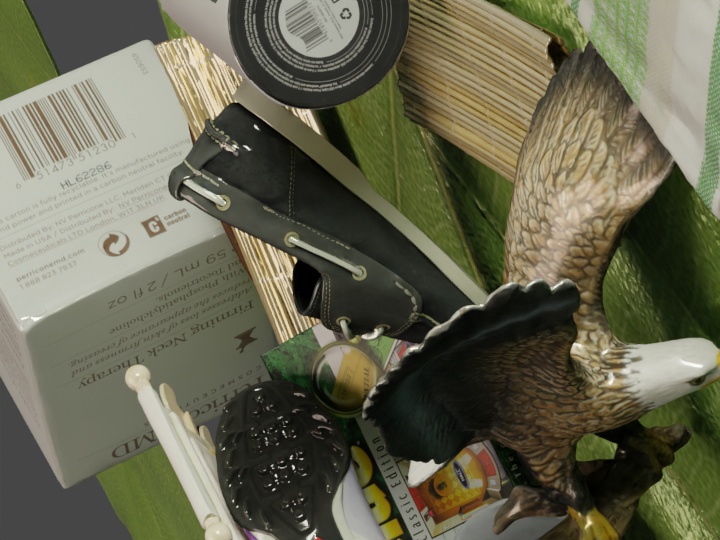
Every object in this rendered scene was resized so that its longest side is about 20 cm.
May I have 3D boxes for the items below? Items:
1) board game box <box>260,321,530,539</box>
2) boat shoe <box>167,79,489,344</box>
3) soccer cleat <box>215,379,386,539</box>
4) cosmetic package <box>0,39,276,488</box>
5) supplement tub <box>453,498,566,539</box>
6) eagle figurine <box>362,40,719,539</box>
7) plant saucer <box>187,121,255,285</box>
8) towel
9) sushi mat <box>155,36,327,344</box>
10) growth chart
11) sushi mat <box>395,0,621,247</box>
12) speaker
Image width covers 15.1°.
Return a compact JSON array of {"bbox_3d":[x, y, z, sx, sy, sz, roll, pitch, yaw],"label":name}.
[{"bbox_3d":[0.033,0.110,1.373,0.105,0.023,0.200,-30,82,33],"label":"board game box"},{"bbox_3d":[0.000,0.000,1.241,0.200,0.068,0.072,41,175,-20],"label":"boat shoe"},{"bbox_3d":[-0.016,0.141,1.343,0.200,0.068,0.073,59,172,37],"label":"soccer cleat"},{"bbox_3d":[-0.163,-0.003,1.743,0.166,0.167,0.200,57,164,30],"label":"cosmetic package"},{"bbox_3d":[0.090,0.198,1.272,0.107,0.107,0.200,50,159,48],"label":"supplement tub"},{"bbox_3d":[0.073,0.027,1.023,0.200,0.151,0.152,63,-179,-39],"label":"eagle figurine"},{"bbox_3d":[-0.052,-0.043,1.541,0.201,0.037,0.201,59,164,28],"label":"plant saucer"},{"bbox_3d":[0.088,-0.132,0.900,0.149,0.031,0.200,91,154,-55],"label":"towel"},{"bbox_3d":[-0.040,-0.037,1.439,0.096,0.012,0.200,-15,101,44],"label":"sushi mat"},{"bbox_3d":[-0.052,0.140,1.417,0.200,0.018,0.145,53,-176,-41],"label":"growth chart"},{"bbox_3d":[0.051,-0.078,1.144,0.200,0.012,0.096,39,150,62],"label":"sushi mat"},{"bbox_3d":[-0.040,-0.126,1.220,0.200,0.081,0.081,-135,24,-71],"label":"speaker"}]
